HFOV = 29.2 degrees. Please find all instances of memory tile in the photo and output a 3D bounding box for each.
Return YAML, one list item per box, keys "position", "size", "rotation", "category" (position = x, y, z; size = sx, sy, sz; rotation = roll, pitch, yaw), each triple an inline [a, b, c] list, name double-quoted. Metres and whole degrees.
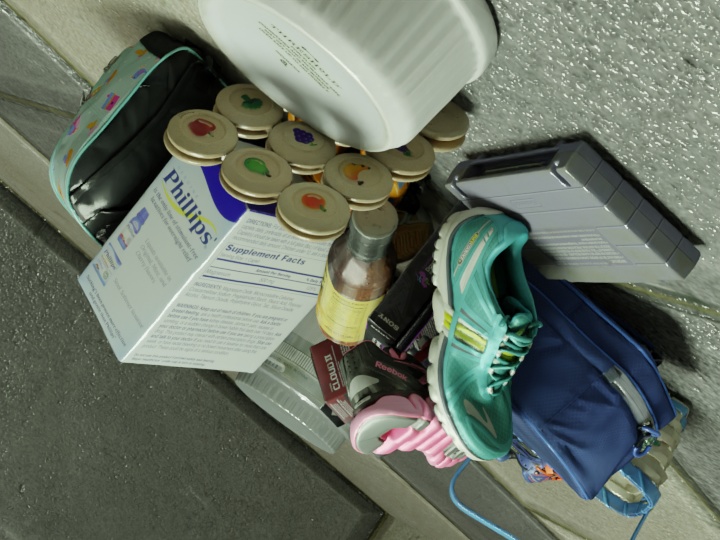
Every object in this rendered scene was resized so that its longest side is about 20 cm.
- position: [-0.026, -0.099, 0.977]
  size: [0.152, 0.200, 0.017]
  rotation: [34, 134, 19]
  category: "memory tile"

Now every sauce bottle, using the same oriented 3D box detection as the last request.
- position: [0.000, 0.000, 1.223]
  size: [0.066, 0.066, 0.201]
  rotation: [34, 151, 9]
  category: "sauce bottle"

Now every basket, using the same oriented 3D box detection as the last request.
- position: [0.201, 0.179, 1.302]
  size: [0.175, 0.201, 0.139]
  rotation: [33, 168, 8]
  category: "basket"

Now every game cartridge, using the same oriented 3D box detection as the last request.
- position: [0.154, -0.040, 1.031]
  size: [0.129, 0.039, 0.200]
  rotation: [36, 168, -18]
  category: "game cartridge"

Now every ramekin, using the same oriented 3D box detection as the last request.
- position: [-0.018, -0.163, 0.900]
  size: [0.201, 0.095, 0.203]
  rotation: [35, 168, 9]
  category: "ramekin"

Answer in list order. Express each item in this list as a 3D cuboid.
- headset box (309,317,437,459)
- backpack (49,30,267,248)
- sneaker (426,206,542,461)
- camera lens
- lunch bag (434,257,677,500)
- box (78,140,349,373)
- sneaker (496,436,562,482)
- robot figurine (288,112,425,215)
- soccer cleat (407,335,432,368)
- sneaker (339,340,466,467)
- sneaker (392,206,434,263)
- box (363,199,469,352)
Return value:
- position: [0.051, 0.109, 1.455]
  size: [0.149, 0.198, 0.078]
  rotation: [53, -166, -51]
  category: "headset box"
- position: [-0.203, -0.110, 1.342]
  size: [0.176, 0.201, 0.153]
  rotation: [43, 170, -36]
  category: "backpack"
- position: [0.100, 0.053, 1.075]
  size: [0.079, 0.203, 0.077]
  rotation: [6, -167, 43]
  category: "sneaker"
- position: [-0.032, 0.088, 1.602]
  size: [0.159, 0.201, 0.160]
  rotation: [34, 167, 9]
  category: "camera lens"
- position: [0.179, 0.087, 1.184]
  size: [0.200, 0.132, 0.136]
  rotation: [43, 174, 35]
  category: "lunch bag"
- position: [-0.124, -0.011, 1.278]
  size: [0.183, 0.200, 0.105]
  rotation: [10, -141, -53]
  category: "box"
- position: [0.236, 0.232, 1.688]
  size: [0.199, 0.079, 0.075]
  rotation: [23, 163, 45]
  category: "sneaker"
- position: [-0.010, -0.100, 1.189]
  size: [0.144, 0.058, 0.200]
  rotation: [38, 168, 6]
  category: "robot figurine"
- position: [0.074, 0.114, 1.283]
  size: [0.085, 0.068, 0.200]
  rotation: [51, -173, 13]
  category: "soccer cleat"
- position: [0.051, 0.105, 1.154]
  size: [0.199, 0.079, 0.096]
  rotation: [22, -144, -53]
  category: "sneaker"
- position: [0.001, -0.031, 1.354]
  size: [0.198, 0.077, 0.087]
  rotation: [-7, 168, 39]
  category: "sneaker"
- position: [0.056, 0.019, 1.247]
  size: [0.036, 0.144, 0.200]
  rotation: [36, 168, 8]
  category: "box"
